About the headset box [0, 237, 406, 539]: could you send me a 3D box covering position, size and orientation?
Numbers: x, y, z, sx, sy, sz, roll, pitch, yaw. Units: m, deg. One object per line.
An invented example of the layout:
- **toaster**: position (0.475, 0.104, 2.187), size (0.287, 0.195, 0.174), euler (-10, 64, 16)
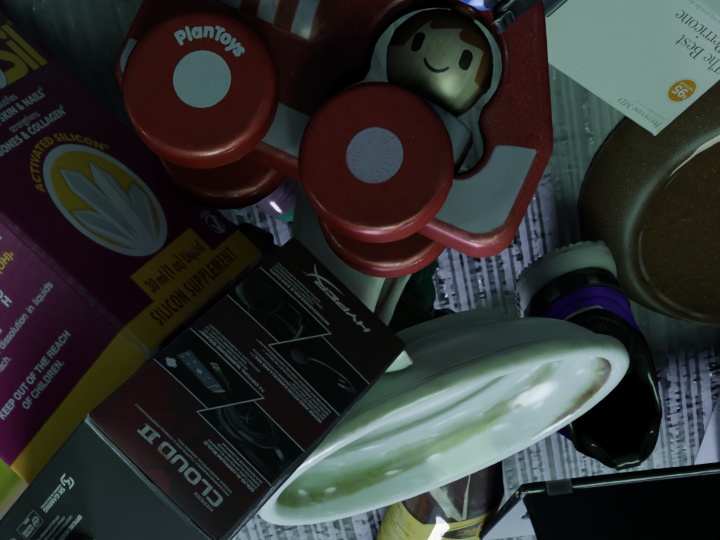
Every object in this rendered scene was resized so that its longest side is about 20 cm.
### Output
- **headset box**: position (-0.085, 0.093, 1.039), size (0.077, 0.200, 0.149), euler (44, 127, 4)

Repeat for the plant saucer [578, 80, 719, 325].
- **plant saucer**: position (0.219, -0.035, 1.321), size (0.199, 0.035, 0.201), euler (-8, 136, -7)

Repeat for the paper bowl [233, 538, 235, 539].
- **paper bowl**: position (-0.153, 0.093, 1.272), size (0.200, 0.104, 0.202), euler (10, 118, 20)

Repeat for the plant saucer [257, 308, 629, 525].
- **plant saucer**: position (0.034, 0.064, 1.206), size (0.199, 0.050, 0.200), euler (-21, 163, -7)

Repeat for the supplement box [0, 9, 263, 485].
- **supplement box**: position (-0.165, -0.021, 1.106), size (0.200, 0.131, 0.103), euler (42, 121, 1)

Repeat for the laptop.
- **laptop**: position (0.179, 0.167, 1.318), size (0.186, 0.116, 0.200), euler (-5, 164, -10)

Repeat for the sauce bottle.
- **sauce bottle**: position (0.049, 0.135, 1.428), size (0.066, 0.066, 0.200), euler (1, 136, -15)

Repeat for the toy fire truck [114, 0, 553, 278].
- **toy fire truck**: position (-0.005, -0.099, 1.070), size (0.199, 0.169, 0.112), euler (23, 172, 8)

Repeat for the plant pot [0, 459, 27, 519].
- **plant pot**: position (-0.270, 0.098, 1.154), size (0.181, 0.199, 0.201), euler (-22, 104, 23)

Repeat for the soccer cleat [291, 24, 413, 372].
- **soccer cleat**: position (0.004, -0.044, 1.151), size (0.077, 0.201, 0.069), euler (5, 164, 14)

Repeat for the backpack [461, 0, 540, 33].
- **backpack**: position (0.080, -0.226, 1.002), size (0.200, 0.168, 0.163), euler (-26, 145, -39)

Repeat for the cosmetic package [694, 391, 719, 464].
- **cosmetic package**: position (0.286, 0.082, 1.420), size (0.150, 0.052, 0.200), euler (-4, 146, -6)

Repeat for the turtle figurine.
- **turtle figurine**: position (0.000, 0.000, 1.262), size (0.200, 0.101, 0.150), euler (32, 120, -30)

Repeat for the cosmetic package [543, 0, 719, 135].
- **cosmetic package**: position (0.101, -0.146, 1.167), size (0.200, 0.051, 0.082), euler (29, 123, -35)

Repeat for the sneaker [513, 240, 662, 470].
- **sneaker**: position (0.132, 0.073, 1.341), size (0.069, 0.100, 0.200), euler (-22, 150, 2)
